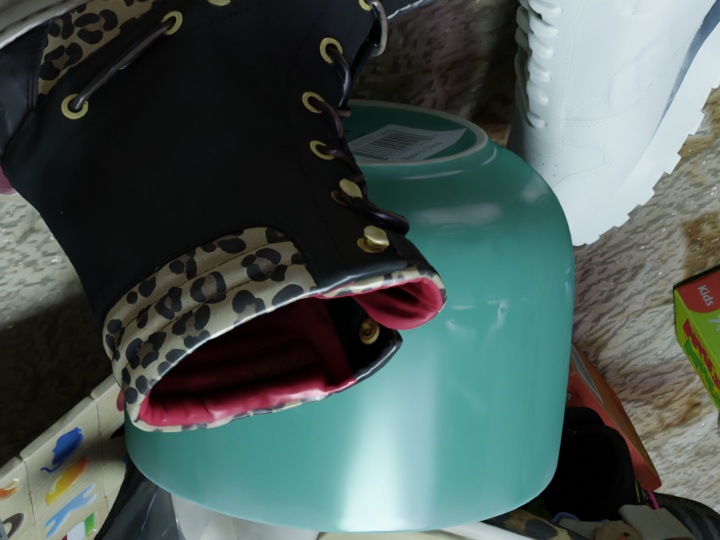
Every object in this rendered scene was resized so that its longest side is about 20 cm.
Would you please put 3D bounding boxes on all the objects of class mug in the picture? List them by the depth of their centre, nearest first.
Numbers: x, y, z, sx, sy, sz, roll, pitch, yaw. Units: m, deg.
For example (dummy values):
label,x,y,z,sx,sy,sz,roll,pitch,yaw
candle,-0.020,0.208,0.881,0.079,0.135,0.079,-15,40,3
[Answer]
label,x,y,z,sx,sy,sz,roll,pitch,yaw
mug,-0.008,0.002,0.901,0.152,0.185,0.115,-3,109,-18

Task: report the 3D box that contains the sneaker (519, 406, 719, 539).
label,x,y,z,sx,sy,sz,roll,pitch,yaw
sneaker,0.096,0.103,1.068,0.200,0.074,0.087,13,136,-38

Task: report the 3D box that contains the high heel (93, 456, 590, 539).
label,x,y,z,sx,sy,sz,roll,pitch,yaw
high heel,0.002,0.084,0.946,0.200,0.143,0.072,-2,110,13

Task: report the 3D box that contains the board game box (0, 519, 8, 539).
label,x,y,z,sx,sy,sz,roll,pitch,yaw
board game box,-0.229,0.106,0.835,0.200,0.034,0.134,-31,149,7

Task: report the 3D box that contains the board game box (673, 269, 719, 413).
label,x,y,z,sx,sy,sz,roll,pitch,yaw
board game box,0.248,0.018,1.139,0.200,0.102,0.048,-23,148,-5

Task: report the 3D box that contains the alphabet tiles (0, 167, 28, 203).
label,x,y,z,sx,sy,sz,roll,pitch,yaw
alphabet tiles,-0.124,-0.092,0.793,0.167,0.008,0.200,4,137,-39

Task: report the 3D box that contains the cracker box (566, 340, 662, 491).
label,x,y,z,sx,sy,sz,roll,pitch,yaw
cracker box,0.017,0.099,1.129,0.200,0.058,0.134,-31,147,8

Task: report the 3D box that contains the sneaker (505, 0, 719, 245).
label,x,y,z,sx,sy,sz,roll,pitch,yaw
sneaker,0.084,-0.090,0.902,0.080,0.076,0.200,6,133,-25

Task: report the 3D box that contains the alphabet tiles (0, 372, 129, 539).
label,x,y,z,sx,sy,sz,roll,pitch,yaw
alphabet tiles,-0.123,0.099,0.991,0.200,0.006,0.166,-40,163,-18

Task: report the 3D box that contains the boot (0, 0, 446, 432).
label,x,y,z,sx,sy,sz,roll,pitch,yaw
boot,-0.012,-0.046,0.792,0.200,0.151,0.073,-20,148,-11

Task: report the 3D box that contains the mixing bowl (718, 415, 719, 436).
label,x,y,z,sx,sy,sz,roll,pitch,yaw
mixing bowl,0.283,0.077,1.247,0.200,0.109,0.200,-19,149,-12

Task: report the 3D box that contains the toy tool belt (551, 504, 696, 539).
label,x,y,z,sx,sy,sz,roll,pitch,yaw
toy tool belt,0.073,0.170,1.017,0.125,0.123,0.200,-55,166,-42
